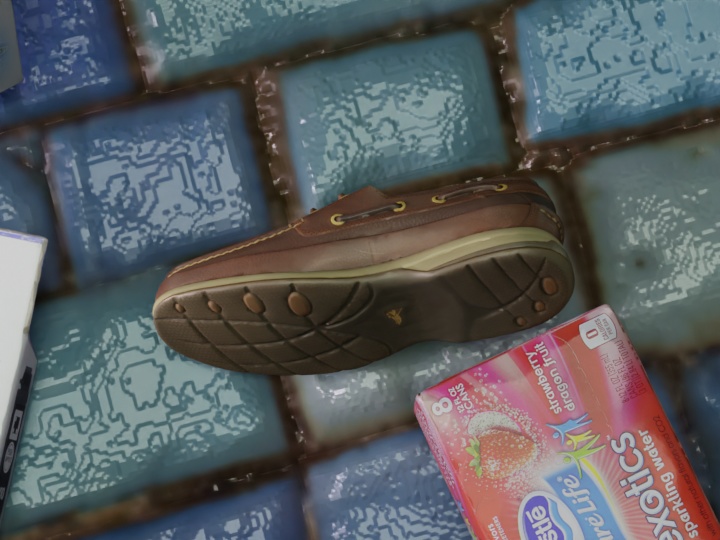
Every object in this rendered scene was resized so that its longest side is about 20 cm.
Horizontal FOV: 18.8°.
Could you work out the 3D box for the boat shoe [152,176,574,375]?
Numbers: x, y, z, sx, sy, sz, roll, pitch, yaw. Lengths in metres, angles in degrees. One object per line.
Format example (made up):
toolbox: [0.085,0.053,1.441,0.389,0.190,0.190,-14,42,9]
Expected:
boat shoe: [0.000,0.000,1.036,0.199,0.072,0.068,-10,49,7]

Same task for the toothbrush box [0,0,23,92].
toothbrush box: [-0.262,-0.107,0.978,0.200,0.146,0.086,-31,69,-19]

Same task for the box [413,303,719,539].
box: [0.109,0.128,0.997,0.099,0.095,0.201,-25,83,-4]

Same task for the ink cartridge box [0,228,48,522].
ink cartridge box: [-0.260,0.064,1.032,0.197,0.043,0.201,12,84,2]
